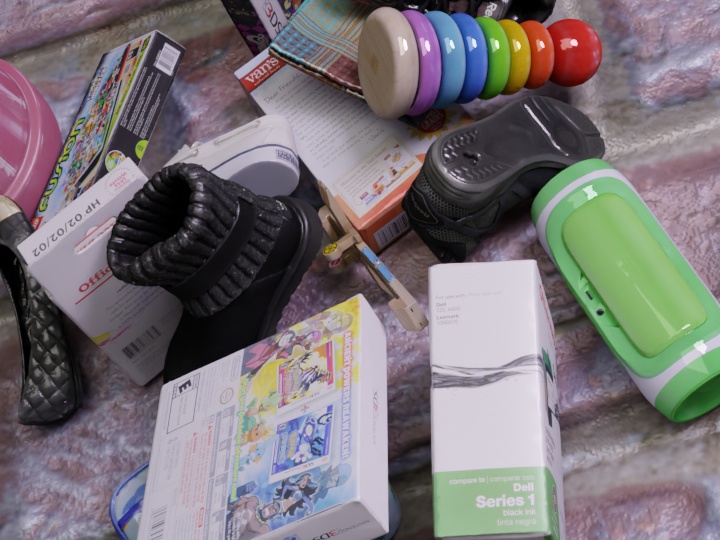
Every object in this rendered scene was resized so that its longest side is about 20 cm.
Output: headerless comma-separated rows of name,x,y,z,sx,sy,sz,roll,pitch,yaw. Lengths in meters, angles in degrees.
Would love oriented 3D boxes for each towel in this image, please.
towel,0.028,-0.213,1.236,0.145,0.022,0.201,26,50,9

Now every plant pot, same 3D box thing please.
plant pot,-0.384,-0.125,1.280,0.197,0.179,0.203,-6,65,12

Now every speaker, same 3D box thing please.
speaker,0.210,0.013,1.112,0.088,0.089,0.201,-31,63,0

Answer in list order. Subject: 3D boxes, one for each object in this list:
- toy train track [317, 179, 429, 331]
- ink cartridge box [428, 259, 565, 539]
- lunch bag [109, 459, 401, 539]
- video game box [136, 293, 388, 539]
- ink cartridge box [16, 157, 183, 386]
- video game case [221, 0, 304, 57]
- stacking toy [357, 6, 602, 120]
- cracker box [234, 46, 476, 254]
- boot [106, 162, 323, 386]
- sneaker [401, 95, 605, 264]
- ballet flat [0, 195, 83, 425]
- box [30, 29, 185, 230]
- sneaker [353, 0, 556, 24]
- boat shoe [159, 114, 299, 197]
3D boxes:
toy train track,0.000,0.000,1.134,0.032,0.115,0.200,-35,31,-4
ink cartridge box,0.100,0.111,1.064,0.083,0.146,0.203,-5,66,11
lunch bag,-0.084,0.181,1.122,0.199,0.083,0.161,-35,60,-3
video game box,-0.066,0.127,1.022,0.181,0.047,0.201,-27,34,21
ink cartridge box,-0.187,-0.006,1.159,0.115,0.200,0.068,-39,55,-5
video game case,-0.069,-0.305,1.272,0.035,0.182,0.202,11,70,20
stacking toy,0.101,-0.170,1.160,0.198,0.086,0.086,-8,61,-23
cracker box,0.002,-0.130,1.245,0.133,0.058,0.201,-36,64,-4
boot,-0.131,0.021,1.111,0.079,0.157,0.213,34,105,32
sneaker,0.107,-0.072,1.168,0.198,0.114,0.077,-24,72,-40
ballet flat,-0.282,0.031,1.227,0.056,0.066,0.202,-13,77,-27
box,-0.225,-0.105,1.276,0.110,0.035,0.202,-8,58,54
sneaker,0.075,-0.235,1.205,0.198,0.071,0.099,-2,51,-16
boat shoe,-0.136,-0.072,1.235,0.199,0.071,0.071,-27,48,29
